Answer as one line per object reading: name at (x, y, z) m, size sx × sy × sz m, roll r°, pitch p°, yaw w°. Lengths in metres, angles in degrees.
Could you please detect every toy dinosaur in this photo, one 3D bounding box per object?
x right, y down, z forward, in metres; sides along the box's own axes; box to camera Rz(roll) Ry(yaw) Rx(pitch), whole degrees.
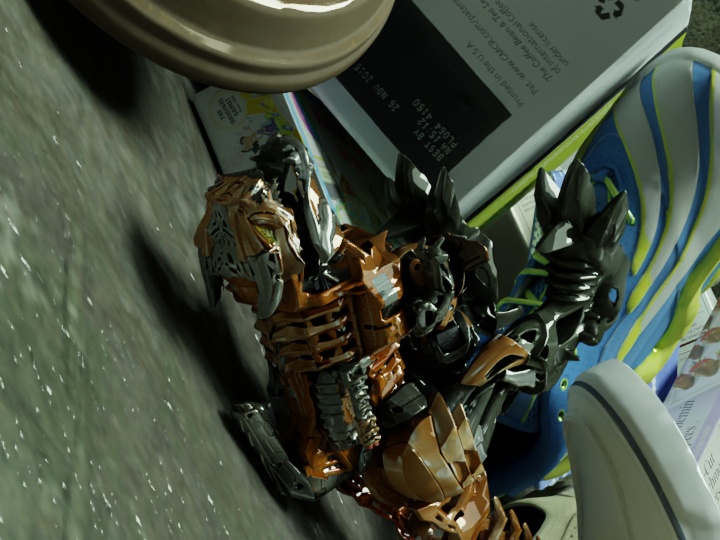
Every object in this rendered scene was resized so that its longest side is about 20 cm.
toy dinosaur at (0.016, 0.032, 0.603) m, size 0.102 × 0.136 × 0.201 m, roll 21°, pitch -33°, yaw 27°

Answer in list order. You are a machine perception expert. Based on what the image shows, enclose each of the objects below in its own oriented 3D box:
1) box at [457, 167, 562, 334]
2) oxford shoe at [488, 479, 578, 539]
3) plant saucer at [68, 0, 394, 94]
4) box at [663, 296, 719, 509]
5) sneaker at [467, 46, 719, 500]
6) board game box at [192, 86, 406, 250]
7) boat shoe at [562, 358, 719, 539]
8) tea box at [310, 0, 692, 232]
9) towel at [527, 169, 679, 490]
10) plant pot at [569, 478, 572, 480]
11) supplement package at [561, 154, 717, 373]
box at (0.070, -0.016, 0.977) m, size 0.095 × 0.077 × 0.201 m, roll -21°, pitch 87°, yaw -62°
oxford shoe at (0.083, 0.120, 0.815) m, size 0.200 × 0.073 × 0.071 m, roll 161°, pitch -53°, yaw -83°
plant saucer at (-0.052, -0.154, 0.595) m, size 0.199 × 0.029 × 0.201 m, roll 23°, pitch 55°, yaw -37°
box at (0.179, 0.078, 0.938) m, size 0.200 × 0.039 × 0.042 m, roll -49°, pitch 124°, yaw -49°
sneaker at (0.091, 0.013, 0.707) m, size 0.075 × 0.201 × 0.105 m, roll 28°, pitch 29°, yaw 15°
board game box at (0.000, 0.000, 0.758) m, size 0.135 × 0.034 × 0.200 m, roll 68°, pitch 10°, yaw 12°
boat shoe at (0.103, 0.135, 0.660) m, size 0.074 × 0.065 × 0.201 m, roll 151°, pitch -79°, yaw -77°
tea box at (0.025, -0.130, 0.774) m, size 0.200 × 0.133 × 0.197 m, roll 50°, pitch 6°, yaw 5°
towel at (0.123, 0.025, 0.889) m, size 0.200 × 0.024 × 0.146 m, roll -4°, pitch 99°, yaw -63°
plant pot at (0.229, 0.185, 0.943) m, size 0.195 × 0.199 × 0.196 m, roll 61°, pitch -3°, yaw -24°
supplement package at (0.139, -0.002, 1.171) m, size 0.191 × 0.146 × 0.201 m, roll 25°, pitch 42°, yaw -75°
